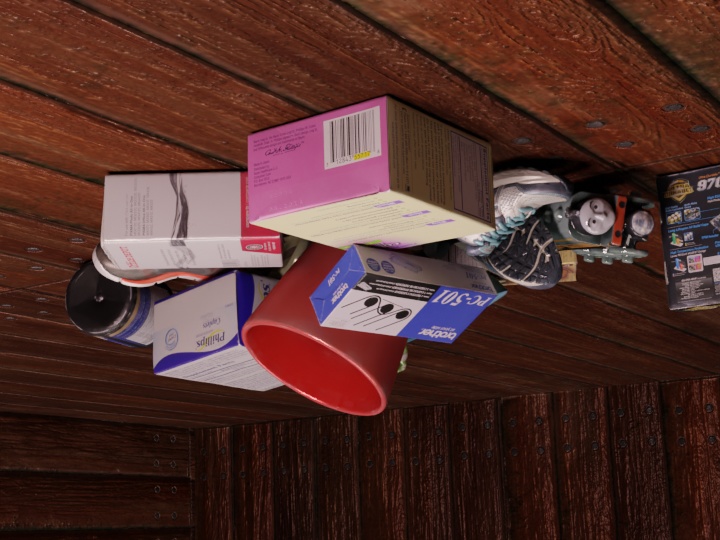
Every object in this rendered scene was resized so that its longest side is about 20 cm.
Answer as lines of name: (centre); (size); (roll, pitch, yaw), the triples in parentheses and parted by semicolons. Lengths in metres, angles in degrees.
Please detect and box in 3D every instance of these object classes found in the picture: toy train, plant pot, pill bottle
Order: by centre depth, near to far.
toy train: (0.265, -0.055, 1.503); (0.113, 0.086, 0.200); (8, 179, -14)
plant pot: (-0.020, 0.050, 1.551); (0.199, 0.178, 0.201); (23, 154, 12)
pill bottle: (-0.341, 0.055, 1.884); (0.111, 0.113, 0.200); (-6, 167, 17)

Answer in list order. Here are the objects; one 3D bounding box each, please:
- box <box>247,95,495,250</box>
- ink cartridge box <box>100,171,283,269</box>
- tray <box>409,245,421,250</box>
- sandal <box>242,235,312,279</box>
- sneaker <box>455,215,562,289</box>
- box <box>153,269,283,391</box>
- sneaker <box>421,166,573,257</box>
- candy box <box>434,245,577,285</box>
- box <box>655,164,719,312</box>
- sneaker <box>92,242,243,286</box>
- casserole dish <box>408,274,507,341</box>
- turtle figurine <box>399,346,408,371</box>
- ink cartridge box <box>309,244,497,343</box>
box: (0.014, -0.091, 1.307); (0.175, 0.097, 0.200); (-11, 164, 35)
ink cartridge box: (-0.189, -0.056, 1.463); (0.199, 0.084, 0.145); (-1, 168, -3)
tray: (0.028, -0.056, 1.644); (0.199, 0.022, 0.107); (6, 166, -35)
sandal: (-0.130, -0.016, 1.718); (0.057, 0.080, 0.201); (26, 151, -23)
sneaker: (0.184, -0.024, 1.520); (0.086, 0.078, 0.200); (42, 177, -37)
box: (-0.147, 0.085, 1.709); (0.199, 0.106, 0.183); (14, 155, -43)
sneaker: (0.154, -0.060, 1.456); (0.199, 0.087, 0.077); (-12, 163, 34)
candy box: (0.201, -0.016, 1.777); (0.199, 0.056, 0.115); (-5, 166, 9)
box: (0.440, -0.044, 1.442); (0.199, 0.160, 0.046); (-11, 168, 35)
sneaker: (-0.246, -0.032, 1.655); (0.199, 0.077, 0.082); (0, 142, -18)
casserole dish: (0.109, 0.053, 1.729); (0.199, 0.039, 0.121); (-20, 170, -27)
turtle figurine: (0.001, 0.123, 2.078); (0.199, 0.145, 0.194); (-21, -170, 37)
ink cartridge box: (0.051, 0.029, 1.434); (0.199, 0.044, 0.094); (9, 134, -38)
